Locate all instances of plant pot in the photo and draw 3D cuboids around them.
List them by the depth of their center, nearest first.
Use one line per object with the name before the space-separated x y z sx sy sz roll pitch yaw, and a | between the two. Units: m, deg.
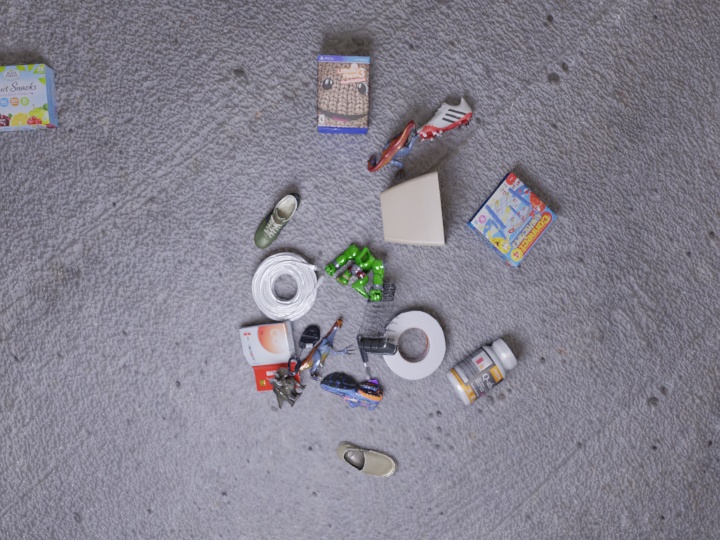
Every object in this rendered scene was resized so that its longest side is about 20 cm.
plant pot | 0.152 -0.166 1.701 0.171 0.200 0.207 -6 92 10

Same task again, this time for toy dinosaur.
toy dinosaur | -0.219 0.340 1.696 0.101 0.201 0.077 38 61 6
toy dinosaur | 0.088 -0.359 1.701 0.178 0.200 0.107 -32 66 7
toy dinosaur | -0.115 0.231 1.743 0.193 0.105 0.187 8 73 8

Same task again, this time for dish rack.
dish rack | 0.061 0.141 1.716 0.054 0.151 0.207 20 74 -34

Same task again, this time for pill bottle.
pill bottle | 0.365 0.301 1.749 0.197 0.116 0.118 -35 92 -1

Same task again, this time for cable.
cable | -0.224 0.047 1.740 0.196 0.069 0.204 28 91 -3

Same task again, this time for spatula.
spatula | 0.017 0.296 1.778 0.055 0.020 0.207 -14 89 16

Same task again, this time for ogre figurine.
ogre figurine | 0.000 0.000 1.728 0.122 0.197 0.098 -57 135 -10

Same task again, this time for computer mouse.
computer mouse | -0.165 0.237 1.704 0.057 0.202 0.035 10 129 16

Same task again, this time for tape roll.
tape roll | 0.157 0.222 1.763 0.193 0.066 0.208 0 92 -3

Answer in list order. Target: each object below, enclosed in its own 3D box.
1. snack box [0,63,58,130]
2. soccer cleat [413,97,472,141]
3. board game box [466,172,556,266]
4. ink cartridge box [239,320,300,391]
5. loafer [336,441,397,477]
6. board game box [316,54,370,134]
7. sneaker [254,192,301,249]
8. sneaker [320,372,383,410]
snack box | -0.994 -0.500 1.693 0.193 0.068 0.175 -4 92 -4
soccer cleat | 0.243 -0.455 1.756 0.195 0.069 0.087 -22 83 -5
board game box | 0.460 -0.154 1.773 0.195 0.056 0.201 41 89 -2
ink cartridge box | -0.269 0.258 1.722 0.157 0.050 0.207 -8 92 21
loafer | 0.019 0.580 1.762 0.194 0.068 0.078 17 90 -3
board game box | -0.051 -0.516 1.721 0.154 0.097 0.208 0 91 -3
sneaker | -0.249 -0.151 1.723 0.067 0.090 0.201 40 90 -4
sneaker | -0.031 0.373 1.754 0.194 0.076 0.081 17 116 8
